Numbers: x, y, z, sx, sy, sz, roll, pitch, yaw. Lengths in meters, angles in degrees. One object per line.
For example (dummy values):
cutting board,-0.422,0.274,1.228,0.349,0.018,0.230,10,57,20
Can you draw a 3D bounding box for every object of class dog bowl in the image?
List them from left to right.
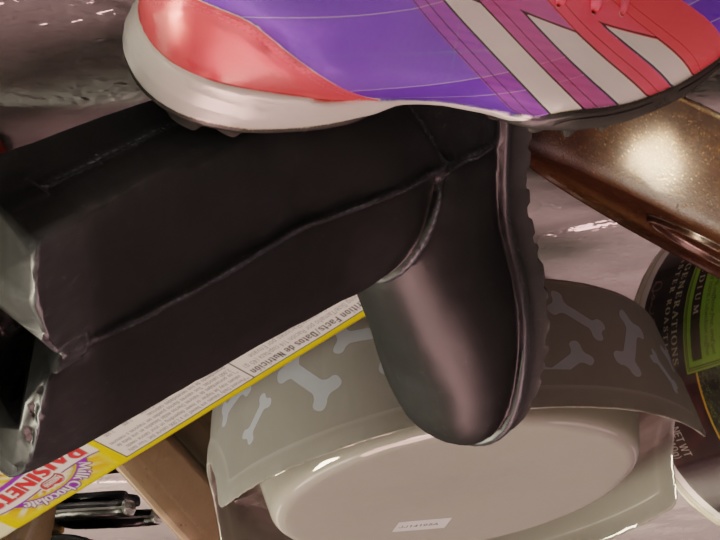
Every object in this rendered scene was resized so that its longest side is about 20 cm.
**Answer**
dog bowl,0.033,0.064,1.031,0.198,0.059,0.200,-8,157,-3

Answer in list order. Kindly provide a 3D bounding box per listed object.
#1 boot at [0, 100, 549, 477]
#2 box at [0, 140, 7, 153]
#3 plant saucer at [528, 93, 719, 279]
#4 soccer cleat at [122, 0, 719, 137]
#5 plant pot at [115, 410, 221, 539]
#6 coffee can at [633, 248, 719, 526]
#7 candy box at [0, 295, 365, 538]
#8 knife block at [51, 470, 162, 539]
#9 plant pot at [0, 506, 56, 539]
boot,-0.030,0.015,0.816,0.065,0.166,0.199,18,-145,38
box,-0.227,0.006,1.013,0.198,0.101,0.096,-2,167,1
plant saucer,0.126,-0.019,0.905,0.199,0.035,0.200,29,178,1
soccer cleat,0.032,-0.084,0.774,0.199,0.068,0.073,-5,139,-25
plant pot,-0.074,0.051,1.164,0.093,0.201,0.201,-43,169,-7
coffee can,0.222,0.025,1.078,0.145,0.148,0.200,5,165,-29
candy box,-0.095,0.027,0.931,0.199,0.027,0.102,-32,139,25
knife block,-0.213,0.106,1.566,0.200,0.176,0.064,41,-179,21
plant pot,-0.204,0.091,1.121,0.199,0.202,0.134,6,172,-33
